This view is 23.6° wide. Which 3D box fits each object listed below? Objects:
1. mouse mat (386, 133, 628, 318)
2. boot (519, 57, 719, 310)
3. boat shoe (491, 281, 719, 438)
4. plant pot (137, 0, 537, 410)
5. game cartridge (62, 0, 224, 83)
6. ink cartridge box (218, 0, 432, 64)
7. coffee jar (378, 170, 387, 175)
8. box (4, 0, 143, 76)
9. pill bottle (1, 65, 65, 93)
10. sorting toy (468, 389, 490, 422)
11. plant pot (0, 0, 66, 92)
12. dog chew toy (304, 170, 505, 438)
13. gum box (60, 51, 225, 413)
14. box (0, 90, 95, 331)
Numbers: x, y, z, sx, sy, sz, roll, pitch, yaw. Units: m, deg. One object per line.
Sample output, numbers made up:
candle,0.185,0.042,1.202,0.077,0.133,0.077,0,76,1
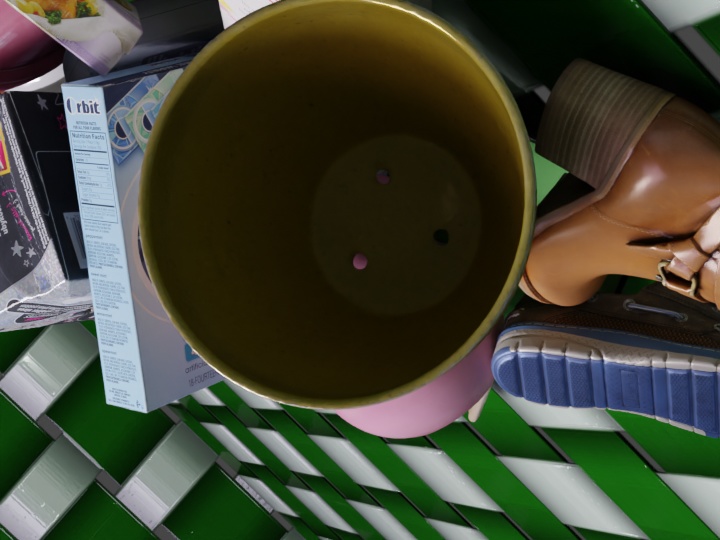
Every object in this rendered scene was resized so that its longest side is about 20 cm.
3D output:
mouse mat,0.084,-0.015,1.041,0.160,0.008,0.201,27,142,11
boot,0.163,-0.013,0.889,0.154,0.077,0.201,32,148,18
boat shoe,0.177,0.042,0.981,0.198,0.073,0.073,10,144,14
plant pot,0.003,-0.031,0.890,0.199,0.201,0.142,38,-174,14
game cartridge,-0.134,-0.146,1.163,0.041,0.132,0.200,67,165,4
ink cartridge box,-0.021,-0.153,0.971,0.117,0.067,0.200,37,165,13
coffee jar,-0.015,-0.055,1.196,0.199,0.085,0.105,31,159,37
box,-0.210,-0.188,0.984,0.200,0.039,0.042,38,-167,-30
pill bottle,-0.236,-0.162,1.411,0.113,0.114,0.201,28,160,43
sorting toy,0.039,0.025,1.398,0.200,0.036,0.185,44,166,12
plant pot,-0.229,-0.223,1.111,0.178,0.201,0.200,-9,130,51
dog chew toy,0.000,0.000,1.026,0.201,0.124,0.124,56,162,-13
gum box,-0.099,-0.033,1.091,0.044,0.169,0.202,8,110,42
box,-0.192,-0.037,1.157,0.199,0.114,0.133,-8,-103,-59
